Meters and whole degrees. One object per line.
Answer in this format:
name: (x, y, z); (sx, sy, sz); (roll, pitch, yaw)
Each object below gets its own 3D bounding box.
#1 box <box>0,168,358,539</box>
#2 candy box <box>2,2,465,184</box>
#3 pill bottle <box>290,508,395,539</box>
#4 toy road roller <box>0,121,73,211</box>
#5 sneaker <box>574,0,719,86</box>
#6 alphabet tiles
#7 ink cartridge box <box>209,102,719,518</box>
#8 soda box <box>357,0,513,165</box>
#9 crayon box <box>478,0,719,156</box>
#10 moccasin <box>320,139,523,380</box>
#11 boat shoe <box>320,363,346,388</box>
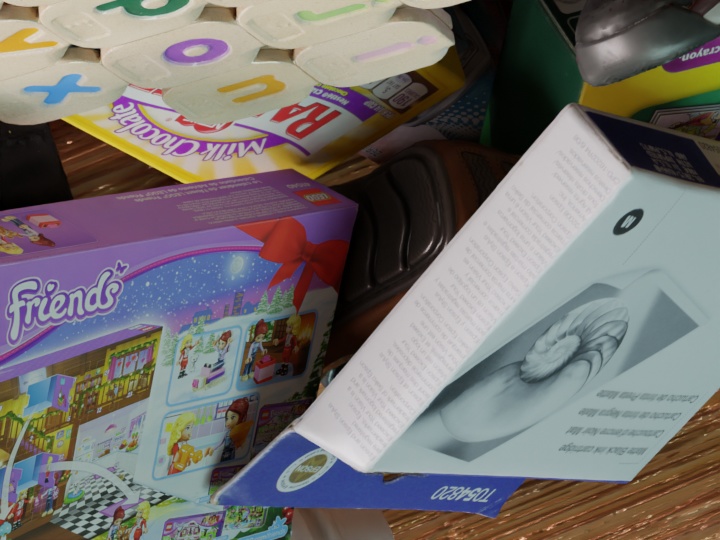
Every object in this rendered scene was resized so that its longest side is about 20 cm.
box: (-0.093, 0.044, 1.022); (0.200, 0.039, 0.137); (-10, 120, -46)
candy box: (-0.055, -0.078, 1.014); (0.102, 0.026, 0.200); (-29, 151, 22)
pill bottle: (-0.087, 0.155, 1.386); (0.200, 0.114, 0.114); (-4, 145, -29)
toy road roller: (-0.149, 0.046, 1.141); (0.123, 0.146, 0.200); (-18, 149, -7)
sneaker: (0.100, -0.152, 0.996); (0.076, 0.116, 0.200); (-21, -159, 41)
alphabet tiles: (-0.052, -0.090, 0.916); (0.195, 0.015, 0.200); (-15, 159, 21)
ink cartridge box: (0.071, 0.033, 1.087); (0.200, 0.041, 0.199); (-48, 153, 21)
soda box: (0.060, -0.062, 1.192); (0.068, 0.064, 0.200); (-35, 148, 21)
crayon box: (0.142, -0.059, 1.146); (0.200, 0.058, 0.173); (-16, 146, -23)
moccasin: (0.000, -0.002, 1.126); (0.078, 0.074, 0.201); (1, 157, -38)
boat shoe: (0.068, 0.021, 1.287); (0.199, 0.066, 0.075); (-3, 116, -8)
